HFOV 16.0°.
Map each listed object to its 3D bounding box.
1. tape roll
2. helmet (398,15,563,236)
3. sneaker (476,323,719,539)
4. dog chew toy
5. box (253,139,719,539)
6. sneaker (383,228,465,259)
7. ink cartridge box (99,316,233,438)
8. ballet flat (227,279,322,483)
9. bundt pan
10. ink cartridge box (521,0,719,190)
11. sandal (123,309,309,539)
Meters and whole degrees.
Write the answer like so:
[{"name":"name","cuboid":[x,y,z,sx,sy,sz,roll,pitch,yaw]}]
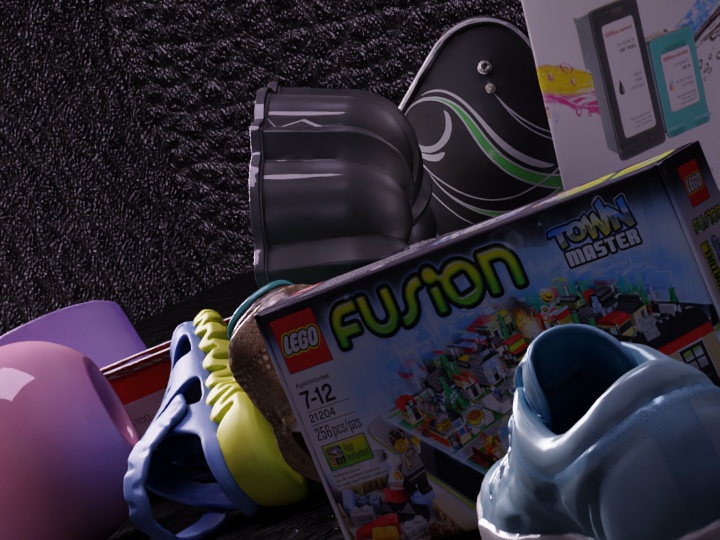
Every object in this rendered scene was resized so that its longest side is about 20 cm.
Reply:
[{"name":"tape roll","cuboid":[-0.224,0.104,1.669,0.199,0.066,0.200,-32,-14,-9]},{"name":"helmet","cuboid":[0.122,-0.093,1.885,0.201,0.190,0.200,-58,0,1]},{"name":"sneaker","cuboid":[0.077,0.053,0.811,0.074,0.082,0.200,-23,3,-16]},{"name":"dog chew toy","cuboid":[-0.221,0.126,1.416,0.199,0.125,0.125,-30,3,3]},{"name":"box","cuboid":[0.060,0.035,0.972,0.199,0.111,0.035,-21,4,36]},{"name":"sneaker","cuboid":[0.048,0.014,1.112,0.085,0.078,0.199,13,-3,-34]},{"name":"ink cartridge box","cuboid":[-0.100,0.077,1.554,0.159,0.048,0.200,-22,-10,11]},{"name":"ballet flat","cuboid":[-0.004,0.069,1.130,0.070,0.065,0.200,-42,-27,1]},{"name":"bundt pan","cuboid":[0.000,0.000,1.294,0.075,0.204,0.202,-7,6,7]},{"name":"ink cartridge box","cuboid":[0.182,-0.095,1.181,0.146,0.202,0.146,-8,-7,-38]},{"name":"sandal","cuboid":[-0.086,0.082,1.328,0.087,0.080,0.200,-33,15,3]}]
